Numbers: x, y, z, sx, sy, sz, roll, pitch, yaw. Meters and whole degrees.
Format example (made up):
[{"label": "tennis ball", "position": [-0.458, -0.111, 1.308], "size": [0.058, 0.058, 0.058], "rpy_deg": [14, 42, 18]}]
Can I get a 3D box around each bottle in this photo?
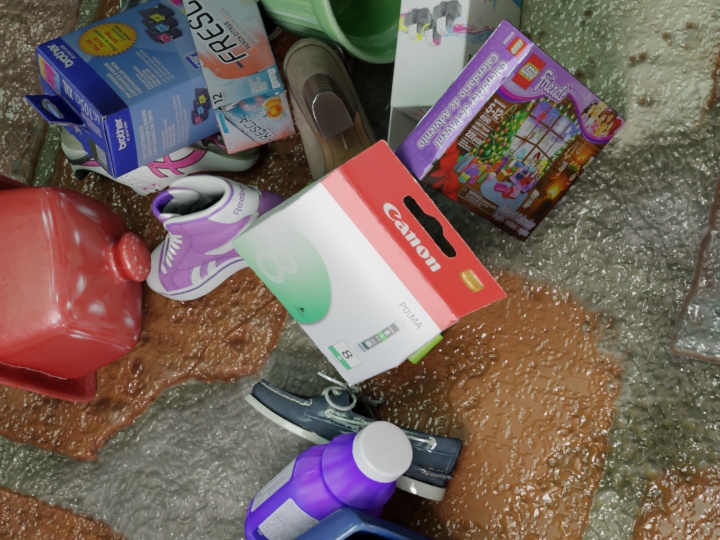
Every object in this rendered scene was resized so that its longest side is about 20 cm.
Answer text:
[{"label": "bottle", "position": [-0.023, 0.182, 1.578], "size": [0.200, 0.083, 0.065], "rpy_deg": [-46, 23, 51]}]

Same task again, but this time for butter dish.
[{"label": "butter dish", "position": [-0.255, 0.003, 1.727], "size": [0.147, 0.200, 0.200], "rpy_deg": [-14, 72, 24]}]

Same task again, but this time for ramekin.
[{"label": "ramekin", "position": [-0.007, -0.285, 1.673], "size": [0.097, 0.200, 0.201], "rpy_deg": [15, 85, 37]}]

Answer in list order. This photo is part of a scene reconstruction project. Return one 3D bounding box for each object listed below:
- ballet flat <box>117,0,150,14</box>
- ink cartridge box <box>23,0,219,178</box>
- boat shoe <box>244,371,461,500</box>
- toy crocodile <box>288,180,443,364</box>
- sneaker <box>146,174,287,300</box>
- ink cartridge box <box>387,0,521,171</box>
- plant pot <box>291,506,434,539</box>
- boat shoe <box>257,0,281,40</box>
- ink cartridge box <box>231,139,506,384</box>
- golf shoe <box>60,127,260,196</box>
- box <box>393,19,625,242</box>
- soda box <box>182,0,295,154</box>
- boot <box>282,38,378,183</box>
[{"label": "ballet flat", "position": [-0.187, -0.300, 1.842], "size": [0.073, 0.073, 0.201], "rpy_deg": [21, 91, 30]}, {"label": "ink cartridge box", "position": [-0.200, -0.167, 1.740], "size": [0.200, 0.077, 0.136], "rpy_deg": [-28, 47, -22]}, {"label": "boat shoe", "position": [-0.007, 0.130, 1.637], "size": [0.200, 0.075, 0.062], "rpy_deg": [23, 91, 29]}, {"label": "toy crocodile", "position": [0.000, 0.000, 1.679], "size": [0.068, 0.062, 0.200], "rpy_deg": [-48, 66, 9]}, {"label": "sneaker", "position": [-0.154, -0.038, 1.710], "size": [0.200, 0.114, 0.073], "rpy_deg": [-25, 53, 44]}, {"label": "ink cartridge box", "position": [0.082, -0.180, 1.642], "size": [0.068, 0.115, 0.201], "rpy_deg": [1, 79, 27]}, {"label": "plant pot", "position": [-0.003, 0.308, 1.526], "size": [0.200, 0.200, 0.180], "rpy_deg": [-35, 59, 17]}, {"label": "boat shoe", "position": [-0.063, -0.304, 1.781], "size": [0.075, 0.062, 0.200], "rpy_deg": [35, 93, 32]}, {"label": "ink cartridge box", "position": [0.003, -0.001, 1.545], "size": [0.161, 0.050, 0.200], "rpy_deg": [51, 147, -8]}, {"label": "golf shoe", "position": [-0.184, -0.113, 1.804], "size": [0.199, 0.073, 0.092], "rpy_deg": [10, 125, 18]}, {"label": "box", "position": [0.124, -0.107, 1.553], "size": [0.137, 0.200, 0.039], "rpy_deg": [-51, 59, 9]}, {"label": "soda box", "position": [-0.113, -0.201, 1.664], "size": [0.063, 0.068, 0.200], "rpy_deg": [-17, 56, -2]}, {"label": "boot", "position": [-0.015, -0.101, 1.639], "size": [0.070, 0.146, 0.201], "rpy_deg": [-15, 111, -2]}]
